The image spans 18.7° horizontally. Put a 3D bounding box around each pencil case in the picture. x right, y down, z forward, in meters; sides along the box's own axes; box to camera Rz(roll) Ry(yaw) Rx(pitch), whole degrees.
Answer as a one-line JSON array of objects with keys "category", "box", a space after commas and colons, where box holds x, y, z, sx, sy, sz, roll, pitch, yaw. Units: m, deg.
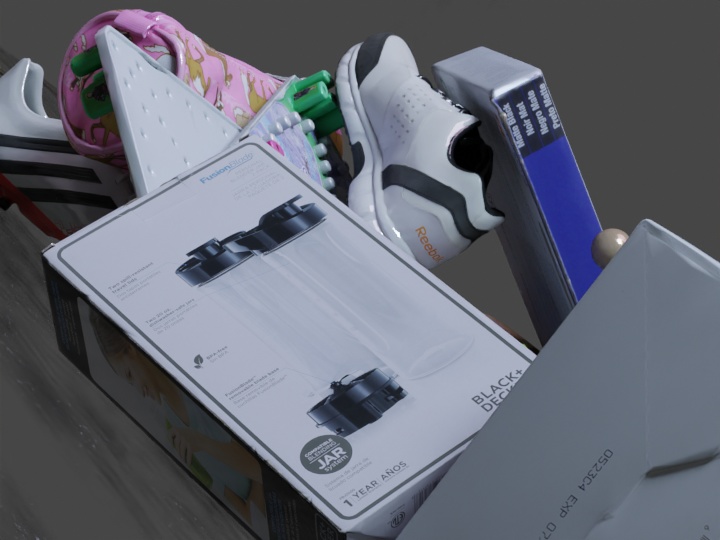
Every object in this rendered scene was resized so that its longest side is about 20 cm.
[{"category": "pencil case", "box": [-0.088, -0.084, 1.230, 0.200, 0.083, 0.087, 18, 58, -61]}]

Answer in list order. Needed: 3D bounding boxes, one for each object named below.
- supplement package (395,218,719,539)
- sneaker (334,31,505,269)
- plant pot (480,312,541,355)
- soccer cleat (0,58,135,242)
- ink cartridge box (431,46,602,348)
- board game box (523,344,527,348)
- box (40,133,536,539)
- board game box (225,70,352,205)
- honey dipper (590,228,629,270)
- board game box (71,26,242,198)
[{"category": "supplement package", "box": [0.139, 0.127, 0.810, 0.200, 0.191, 0.147, 36, 3, -45]}, {"category": "sneaker", "box": [0.036, -0.068, 1.203, 0.074, 0.080, 0.200, 51, 20, -37]}, {"category": "plant pot", "box": [0.129, 0.089, 1.398, 0.200, 0.027, 0.200, 42, -4, 4]}, {"category": "soccer cleat", "box": [-0.146, -0.041, 1.244, 0.200, 0.085, 0.069, 38, 1, 14]}, {"category": "ink cartridge box", "box": [0.110, -0.022, 1.228, 0.200, 0.041, 0.200, -124, -169, -74]}, {"category": "board game box", "box": [0.099, 0.138, 1.026, 0.096, 0.030, 0.201, -101, 173, -85]}, {"category": "box", "box": [-0.025, 0.037, 0.882, 0.200, 0.117, 0.060, 38, -33, 34]}, {"category": "board game box", "box": [0.000, 0.000, 1.174, 0.200, 0.026, 0.200, 62, 16, -11]}, {"category": "honey dipper", "box": [0.132, 0.074, 1.115, 0.038, 0.201, 0.038, -2, -20, -1]}, {"category": "board game box", "box": [-0.065, 0.002, 1.084, 0.200, 0.026, 0.200, 36, 33, -58]}]
